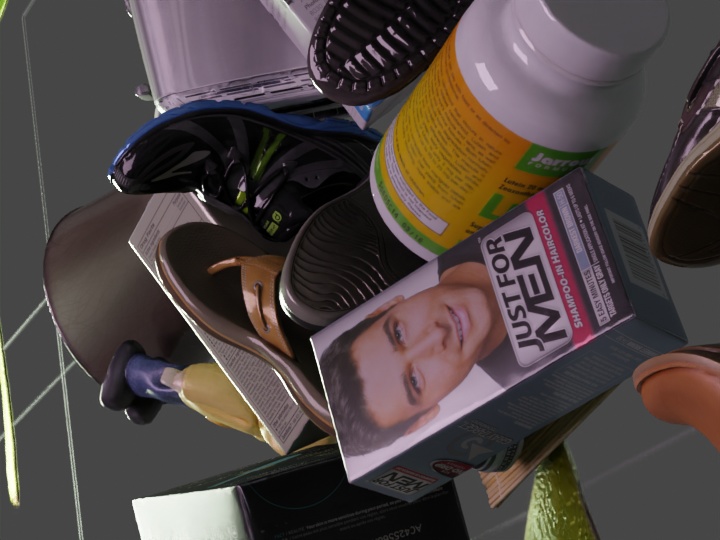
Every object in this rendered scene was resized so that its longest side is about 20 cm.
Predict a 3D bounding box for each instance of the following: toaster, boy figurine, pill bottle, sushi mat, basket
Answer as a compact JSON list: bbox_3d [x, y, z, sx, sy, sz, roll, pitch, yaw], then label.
[{"bbox_3d":[-0.063,-0.168,1.458,0.114,0.200,0.129,29,-128,-77],"label":"toaster"},{"bbox_3d":[-0.093,0.105,1.577,0.200,0.124,0.064,15,76,33],"label":"boy figurine"},{"bbox_3d":[0.091,-0.094,1.184,0.200,0.111,0.111,125,137,-50],"label":"pill bottle"},{"bbox_3d":[0.111,0.058,1.255,0.200,0.012,0.096,-53,43,51],"label":"sushi mat"},{"bbox_3d":[-0.146,-0.008,1.658,0.200,0.136,0.180,-37,75,54],"label":"basket"}]

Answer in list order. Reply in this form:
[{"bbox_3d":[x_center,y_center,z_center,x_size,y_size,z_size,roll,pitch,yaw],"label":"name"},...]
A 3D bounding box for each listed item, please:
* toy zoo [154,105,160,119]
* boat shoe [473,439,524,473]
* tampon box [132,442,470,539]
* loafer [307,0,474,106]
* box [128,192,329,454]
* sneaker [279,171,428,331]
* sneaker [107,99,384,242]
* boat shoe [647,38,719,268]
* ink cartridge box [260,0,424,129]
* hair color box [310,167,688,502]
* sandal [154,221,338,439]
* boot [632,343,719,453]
[{"bbox_3d":[-0.142,-0.124,1.769,0.131,0.020,0.200,-137,52,-57],"label":"toy zoo"},{"bbox_3d":[0.044,0.059,1.315,0.200,0.057,0.069,-125,47,-60],"label":"boat shoe"},{"bbox_3d":[-0.037,0.187,1.385,0.200,0.150,0.126,-18,86,64],"label":"tampon box"},{"bbox_3d":[0.047,-0.170,1.253,0.073,0.200,0.071,41,170,11],"label":"loafer"},{"bbox_3d":[-0.065,0.016,1.461,0.200,0.078,0.095,53,136,18],"label":"box"},{"bbox_3d":[0.000,0.000,1.319,0.075,0.200,0.106,36,132,6],"label":"sneaker"},{"bbox_3d":[-0.067,-0.062,1.407,0.071,0.200,0.083,122,147,-53],"label":"sneaker"},{"bbox_3d":[0.196,-0.085,1.024,0.066,0.072,0.201,-101,27,-42],"label":"boat shoe"},{"bbox_3d":[-0.032,-0.192,1.338,0.200,0.067,0.116,52,177,0],"label":"ink cartridge box"},{"bbox_3d":[0.073,0.039,1.182,0.200,0.061,0.099,-33,56,27],"label":"hair color box"},{"bbox_3d":[-0.046,0.029,1.353,0.200,0.080,0.054,42,135,20],"label":"sandal"},{"bbox_3d":[0.200,0.110,1.010,0.200,0.074,0.155,167,98,-66],"label":"boot"}]
